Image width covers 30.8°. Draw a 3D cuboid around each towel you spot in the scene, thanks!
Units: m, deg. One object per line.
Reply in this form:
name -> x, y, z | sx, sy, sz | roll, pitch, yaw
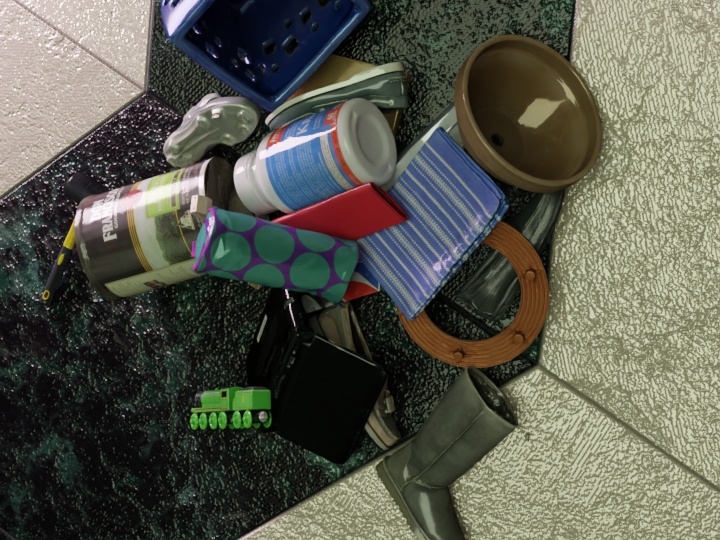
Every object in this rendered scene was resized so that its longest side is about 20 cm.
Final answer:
towel -> 0.079, -0.057, 1.596 | 0.201, 0.024, 0.145 | -52, 60, 21

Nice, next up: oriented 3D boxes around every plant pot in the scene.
plant pot -> 0.189, -0.176, 1.595 | 0.202, 0.200, 0.093 | 59, 145, 7
plant pot -> -0.136, -0.357, 1.652 | 0.200, 0.199, 0.181 | -43, 45, 16

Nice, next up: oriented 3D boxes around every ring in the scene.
ring -> 0.135, 0.028, 1.624 | 0.198, 0.019, 0.203 | 4, 108, 13

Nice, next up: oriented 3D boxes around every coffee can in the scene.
coffee can -> -0.259, -0.055, 1.748 | 0.198, 0.146, 0.148 | -15, 88, 18

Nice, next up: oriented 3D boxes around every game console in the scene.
game console -> -0.063, 0.126, 1.696 | 0.201, 0.115, 0.177 | 113, 150, -41

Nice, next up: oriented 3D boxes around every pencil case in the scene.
pencil case -> -0.104, -0.016, 1.608 | 0.198, 0.092, 0.086 | 13, 78, -15

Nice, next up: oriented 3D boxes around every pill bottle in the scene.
pill bottle -> -0.062, -0.135, 1.648 | 0.198, 0.112, 0.114 | -17, 87, 34

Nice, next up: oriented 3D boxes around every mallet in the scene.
mallet -> -0.405, -0.036, 1.860 | 0.065, 0.041, 0.202 | 22, 104, 14

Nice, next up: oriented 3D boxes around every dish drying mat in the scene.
dish drying mat -> -0.038, -0.060, 1.638 | 0.199, 0.077, 0.018 | -19, 42, 38

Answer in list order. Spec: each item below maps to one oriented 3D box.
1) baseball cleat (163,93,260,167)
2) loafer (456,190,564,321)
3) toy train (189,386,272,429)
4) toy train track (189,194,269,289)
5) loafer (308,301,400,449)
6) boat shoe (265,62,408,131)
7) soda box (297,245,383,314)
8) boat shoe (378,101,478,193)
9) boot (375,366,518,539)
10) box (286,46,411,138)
baseball cleat -> -0.190, -0.204, 1.719 | 0.070, 0.107, 0.199 | 42, 143, -26
loafer -> 0.189, -0.033, 1.635 | 0.070, 0.068, 0.202 | 28, 105, -3
toy train -> -0.174, 0.182, 1.735 | 0.199, 0.041, 0.057 | -11, 78, 57
toy train track -> -0.146, -0.049, 1.685 | 0.032, 0.200, 0.116 | -9, 65, 31
loafer -> 0.003, 0.134, 1.713 | 0.063, 0.072, 0.201 | -32, 80, 10
boat shoe -> -0.030, -0.205, 1.677 | 0.198, 0.073, 0.063 | -19, 88, 19
soda box -> 0.000, 0.000, 1.702 | 0.198, 0.071, 0.064 | -18, 93, 19
boat shoe -> 0.081, -0.131, 1.663 | 0.200, 0.074, 0.065 | -43, 99, 13
boot -> 0.130, 0.250, 1.663 | 0.200, 0.072, 0.182 | -43, 79, 21
box -> -0.032, -0.180, 1.729 | 0.162, 0.021, 0.203 | 16, 97, 17
